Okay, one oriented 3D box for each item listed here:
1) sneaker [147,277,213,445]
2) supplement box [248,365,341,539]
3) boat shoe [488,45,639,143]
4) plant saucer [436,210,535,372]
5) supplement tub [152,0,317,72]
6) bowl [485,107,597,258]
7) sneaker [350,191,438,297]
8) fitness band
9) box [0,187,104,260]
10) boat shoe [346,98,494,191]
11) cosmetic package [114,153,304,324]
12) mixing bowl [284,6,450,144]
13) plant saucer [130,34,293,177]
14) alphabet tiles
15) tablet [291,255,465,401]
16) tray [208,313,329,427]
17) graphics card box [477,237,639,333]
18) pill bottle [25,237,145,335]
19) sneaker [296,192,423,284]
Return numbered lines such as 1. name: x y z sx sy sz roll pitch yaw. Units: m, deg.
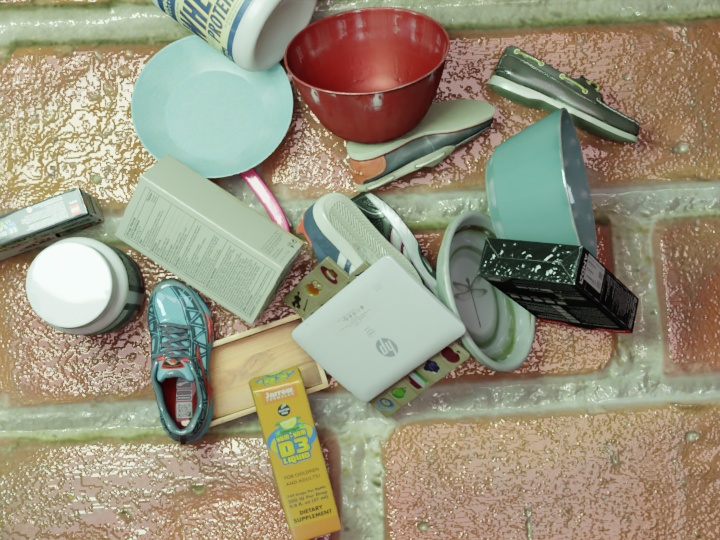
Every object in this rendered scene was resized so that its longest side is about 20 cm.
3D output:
1. sneaker: -0.212 0.107 1.446 0.079 0.096 0.201 -9 88 -3
2. supplement box: -0.079 0.223 1.474 0.066 0.069 0.201 -16 99 -4
3. boat shoe: 0.263 -0.220 1.522 0.201 0.072 0.061 24 88 1
4. plant saucer: 0.142 0.029 1.473 0.050 0.200 0.201 -18 87 35
5. supplement tub: -0.167 -0.350 1.472 0.200 0.145 0.145 37 87 13
6. bowl: 0.216 -0.088 1.471 0.105 0.201 0.201 -11 87 19
7. sneaker: 0.040 -0.005 1.503 0.086 0.080 0.200 -35 88 -1
8. fitness band: -0.172 -0.059 1.521 0.143 0.037 0.200 -36 87 -3
9. box: -0.420 -0.045 1.477 0.199 0.110 0.035 -21 88 -3
10. boat shoe: 0.078 -0.158 1.520 0.200 0.071 0.063 -22 126 -13
11. cosmetic package: -0.180 -0.037 1.448 0.200 0.073 0.104 34 125 2
12. mixing bowl: 0.012 -0.225 1.476 0.199 0.200 0.109 -8 130 -2
13. plant saucer: -0.183 -0.200 1.511 0.200 0.039 0.202 0 69 -1
14. alphabet tiles: 0.007 0.075 1.445 0.200 0.008 0.167 42 131 -7
15. tablet: 0.018 0.073 1.425 0.130 0.014 0.200 43 132 -9
16. tray: -0.148 0.129 1.512 0.199 0.037 0.099 -18 88 -3
17. graphics card box: 0.236 0.019 1.430 0.125 0.200 0.051 7 76 34
18. pill bottle: -0.324 0.019 1.430 0.114 0.200 0.114 0 87 -2
19. sneaker: 0.000 0.000 1.460 0.200 0.084 0.075 54 49 -6
